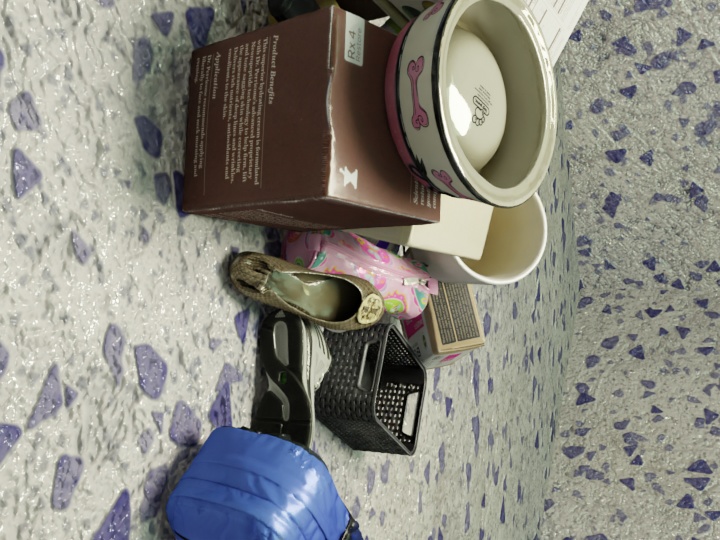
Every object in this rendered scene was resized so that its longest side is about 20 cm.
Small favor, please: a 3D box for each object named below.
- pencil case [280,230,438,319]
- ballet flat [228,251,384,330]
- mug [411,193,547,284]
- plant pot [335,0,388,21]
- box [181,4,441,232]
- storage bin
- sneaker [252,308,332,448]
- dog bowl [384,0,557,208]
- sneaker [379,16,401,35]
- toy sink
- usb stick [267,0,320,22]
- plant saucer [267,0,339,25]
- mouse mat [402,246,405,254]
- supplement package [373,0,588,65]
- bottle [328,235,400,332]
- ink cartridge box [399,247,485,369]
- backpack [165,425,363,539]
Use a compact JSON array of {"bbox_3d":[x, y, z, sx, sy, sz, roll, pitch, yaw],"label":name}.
[{"bbox_3d":[0.000,0.000,1.023,0.199,0.087,0.088,21,68,-35],"label":"pencil case"},{"bbox_3d":[-0.051,0.025,0.923,0.199,0.046,0.068,21,90,-32],"label":"ballet flat"},{"bbox_3d":[0.139,-0.065,1.094,0.153,0.149,0.188,158,-63,-67],"label":"mug"},{"bbox_3d":[0.009,-0.394,0.960,0.187,0.186,0.201,-49,128,-58],"label":"plant pot"},{"bbox_3d":[-0.045,-0.130,0.807,0.164,0.199,0.167,8,84,-48],"label":"box"},{"bbox_3d":[0.017,0.166,1.168,0.200,0.093,0.136,54,43,-55],"label":"storage bin"},{"bbox_3d":[-0.065,0.149,0.982,0.115,0.075,0.202,19,71,-65],"label":"sneaker"},{"bbox_3d":[0.100,-0.155,0.766,0.200,0.074,0.201,0,90,-49],"label":"dog bowl"},{"bbox_3d":[0.028,-0.259,1.054,0.072,0.083,0.200,51,-4,7],"label":"sneaker"},{"bbox_3d":[0.071,-0.124,0.899,0.130,0.112,0.201,8,96,-47],"label":"toy sink"},{"bbox_3d":[-0.048,-0.260,0.937,0.200,0.032,0.056,36,57,-64],"label":"usb stick"},{"bbox_3d":[-0.056,-0.245,1.024,0.200,0.048,0.201,-25,114,-65],"label":"plant saucer"},{"bbox_3d":[0.061,-0.135,1.222,0.200,0.007,0.162,-93,-177,-61],"label":"mouse mat"},{"bbox_3d":[0.121,-0.313,0.887,0.200,0.151,0.151,29,89,-47],"label":"supplement package"},{"bbox_3d":[-0.002,0.006,1.139,0.200,0.065,0.084,-60,168,-50],"label":"bottle"},{"bbox_3d":[0.108,0.053,1.252,0.200,0.075,0.166,119,-40,-73],"label":"ink cartridge box"},{"bbox_3d":[-0.093,0.261,0.807,0.168,0.162,0.201,-58,144,-46],"label":"backpack"}]
